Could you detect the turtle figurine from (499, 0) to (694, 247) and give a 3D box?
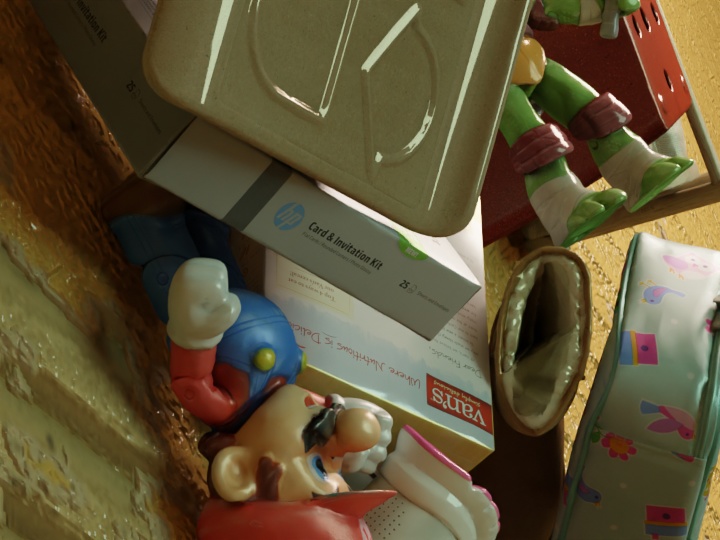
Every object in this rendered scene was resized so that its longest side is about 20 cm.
[{"bbox_3d":[0.104,-0.126,1.190,0.194,0.200,0.144,55,15,9],"label":"turtle figurine"}]

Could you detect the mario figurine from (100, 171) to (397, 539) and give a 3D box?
[{"bbox_3d":[-0.035,0.041,0.981,0.123,0.106,0.200,-15,76,-35],"label":"mario figurine"}]

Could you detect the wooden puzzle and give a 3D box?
[{"bbox_3d":[-0.005,-0.128,0.939,0.200,0.046,0.185,25,77,-47],"label":"wooden puzzle"}]

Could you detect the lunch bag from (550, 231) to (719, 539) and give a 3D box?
[{"bbox_3d":[0.161,0.085,1.214,0.160,0.077,0.200,-65,167,-52],"label":"lunch bag"}]

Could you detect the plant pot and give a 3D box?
[{"bbox_3d":[0.106,-0.134,1.440,0.200,0.176,0.200,69,19,-5],"label":"plant pot"}]

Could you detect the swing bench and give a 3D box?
[{"bbox_3d":[0.166,-0.127,1.589,0.130,0.200,0.199,-27,96,-60],"label":"swing bench"}]

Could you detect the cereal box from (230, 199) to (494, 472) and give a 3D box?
[{"bbox_3d":[0.000,0.000,1.145,0.144,0.040,0.200,26,42,-25],"label":"cereal box"}]

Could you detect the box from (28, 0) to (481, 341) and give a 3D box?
[{"bbox_3d":[-0.048,-0.060,1.002,0.200,0.041,0.156,32,17,-44],"label":"box"}]

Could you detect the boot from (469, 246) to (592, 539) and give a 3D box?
[{"bbox_3d":[0.089,0.081,1.220,0.200,0.066,0.175,76,17,-85],"label":"boot"}]

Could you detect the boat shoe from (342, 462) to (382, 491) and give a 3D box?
[{"bbox_3d":[0.028,0.058,1.203,0.071,0.070,0.200,67,19,-10],"label":"boat shoe"}]

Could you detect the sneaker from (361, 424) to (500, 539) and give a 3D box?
[{"bbox_3d":[0.020,0.163,1.085,0.081,0.088,0.200,37,-24,36],"label":"sneaker"}]
